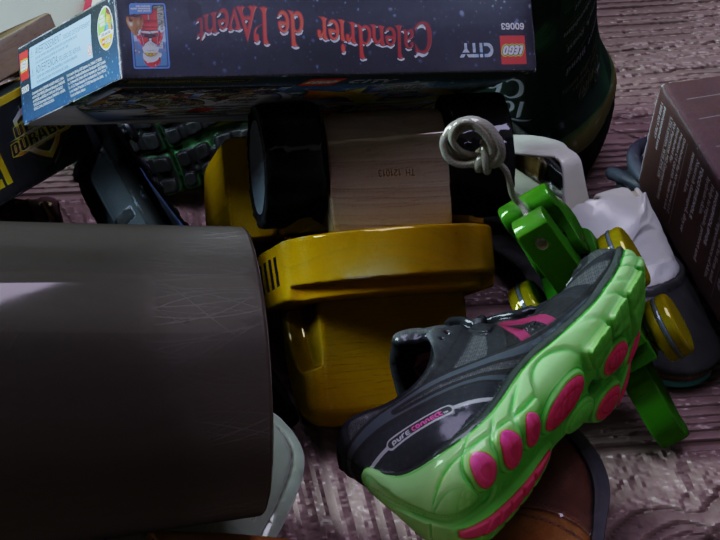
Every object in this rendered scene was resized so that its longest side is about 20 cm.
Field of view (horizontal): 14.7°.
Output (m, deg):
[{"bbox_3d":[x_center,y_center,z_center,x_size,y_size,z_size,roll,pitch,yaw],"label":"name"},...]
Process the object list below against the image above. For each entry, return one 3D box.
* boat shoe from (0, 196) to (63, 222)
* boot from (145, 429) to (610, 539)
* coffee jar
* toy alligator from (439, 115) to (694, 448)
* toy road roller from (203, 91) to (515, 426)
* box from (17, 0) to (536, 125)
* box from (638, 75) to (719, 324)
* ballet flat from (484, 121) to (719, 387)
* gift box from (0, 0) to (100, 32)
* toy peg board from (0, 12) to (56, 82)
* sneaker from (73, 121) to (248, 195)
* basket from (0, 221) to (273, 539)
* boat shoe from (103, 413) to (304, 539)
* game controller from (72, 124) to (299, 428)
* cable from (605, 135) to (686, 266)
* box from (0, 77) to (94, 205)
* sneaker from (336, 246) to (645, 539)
[{"bbox_3d":[-0.136,0.019,1.284,0.070,0.071,0.200,-15,36,-19],"label":"boat shoe"},{"bbox_3d":[0.008,0.121,1.126,0.199,0.069,0.189,1,44,-21],"label":"boot"},{"bbox_3d":[0.076,-0.129,1.427,0.104,0.200,0.086,15,59,20],"label":"coffee jar"},{"bbox_3d":[0.093,-0.004,1.247,0.059,0.200,0.054,-30,27,13],"label":"toy alligator"},{"bbox_3d":[0.000,0.000,1.312,0.122,0.147,0.200,-3,-5,-11],"label":"toy road roller"},{"bbox_3d":[-0.039,-0.095,1.255,0.199,0.038,0.136,-3,-5,-25],"label":"box"},{"bbox_3d":[0.217,-0.008,1.320,0.099,0.075,0.201,-11,49,-18],"label":"box"},{"bbox_3d":[0.105,-0.017,1.367,0.068,0.069,0.200,-18,38,-31],"label":"ballet flat"},{"bbox_3d":[-0.116,-0.220,1.563,0.198,0.186,0.187,-4,30,1],"label":"gift box"},{"bbox_3d":[-0.280,-0.091,1.314,0.198,0.098,0.200,-20,11,28],"label":"toy peg board"},{"bbox_3d":[-0.069,-0.079,1.463,0.198,0.079,0.085,4,8,8],"label":"sneaker"},{"bbox_3d":[-0.139,0.046,1.064,0.198,0.181,0.137,-3,65,-10],"label":"basket"},{"bbox_3d":[-0.080,0.131,1.127,0.072,0.061,0.201,36,37,-2],"label":"boat shoe"},{"bbox_3d":[-0.083,-0.002,1.300,0.042,0.104,0.200,-41,35,6],"label":"game controller"},{"bbox_3d":[0.222,-0.039,1.441,0.199,0.051,0.163,-19,46,-24],"label":"cable"},{"bbox_3d":[-0.243,-0.023,1.290,0.159,0.050,0.200,-11,17,45],"label":"box"},{"bbox_3d":[0.058,0.037,1.142,0.083,0.077,0.200,24,33,21],"label":"sneaker"}]
